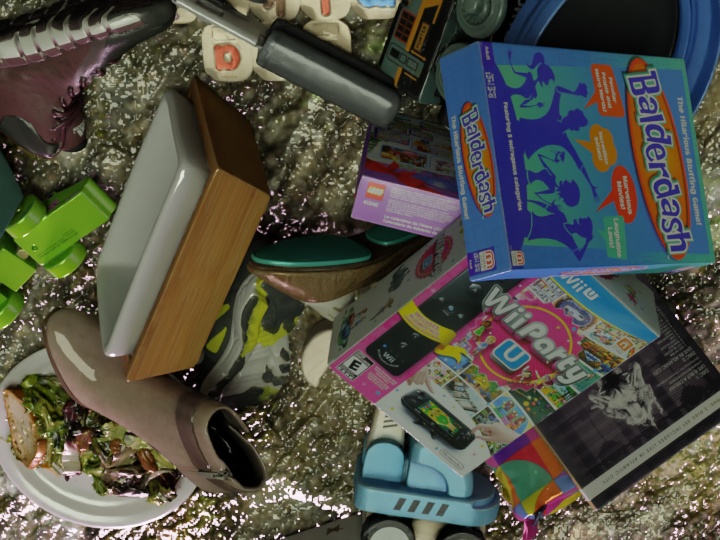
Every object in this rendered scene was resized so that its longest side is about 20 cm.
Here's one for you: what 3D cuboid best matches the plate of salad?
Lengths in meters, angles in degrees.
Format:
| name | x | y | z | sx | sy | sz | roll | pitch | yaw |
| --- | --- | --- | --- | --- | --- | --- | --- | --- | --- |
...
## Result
| name | x | y | z | sx | sy | sz | roll | pitch | yaw |
| --- | --- | --- | --- | --- | --- | --- | --- | --- | --- |
| plate of salad | -0.238 | 0.156 | 1.321 | 0.200 | 0.048 | 0.200 | 2 | 115 | 3 |

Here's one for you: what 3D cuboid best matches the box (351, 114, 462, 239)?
| name | x | y | z | sx | sy | sz | roll | pitch | yaw |
| --- | --- | --- | --- | --- | --- | --- | --- | --- | --- |
| box | 0.097 | -0.061 | 1.141 | 0.200 | 0.137 | 0.039 | 14 | 117 | -2 |

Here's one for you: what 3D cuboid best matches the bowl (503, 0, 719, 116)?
| name | x | y | z | sx | sy | sz | roll | pitch | yaw |
| --- | --- | --- | --- | --- | --- | --- | --- | --- | --- |
| bowl | 0.182 | -0.152 | 1.089 | 0.200 | 0.039 | 0.201 | -21 | 131 | -26 |

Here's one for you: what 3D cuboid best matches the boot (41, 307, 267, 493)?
| name | x | y | z | sx | sy | sz | roll | pitch | yaw |
| --- | --- | --- | --- | --- | --- | --- | --- | --- | --- |
| boot | -0.161 | 0.109 | 1.209 | 0.146 | 0.070 | 0.200 | 9 | 147 | 49 |

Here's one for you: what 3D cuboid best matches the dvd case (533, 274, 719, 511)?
| name | x | y | z | sx | sy | sz | roll | pitch | yaw |
| --- | --- | --- | --- | --- | --- | --- | --- | --- | --- |
| dvd case | 0.187 | 0.069 | 1.175 | 0.149 | 0.016 | 0.200 | -33 | 75 | -11 |

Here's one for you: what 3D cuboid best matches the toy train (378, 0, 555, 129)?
| name | x | y | z | sx | sy | sz | roll | pitch | yaw |
| --- | --- | --- | --- | --- | --- | --- | --- | --- | --- |
| toy train | 0.086 | -0.205 | 1.089 | 0.085 | 0.114 | 0.200 | -3 | 121 | -44 |

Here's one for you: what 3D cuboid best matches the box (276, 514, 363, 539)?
| name | x | y | z | sx | sy | sz | roll | pitch | yaw |
| --- | --- | --- | --- | --- | --- | --- | --- | --- | --- |
| box | -0.058 | 0.365 | 1.324 | 0.200 | 0.199 | 0.172 | -19 | 112 | 13 |

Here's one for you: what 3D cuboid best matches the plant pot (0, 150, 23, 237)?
| name | x | y | z | sx | sy | sz | roll | pitch | yaw |
| --- | --- | --- | --- | --- | --- | --- | --- | --- | --- |
| plant pot | -0.377 | -0.081 | 1.157 | 0.141 | 0.141 | 0.200 | -30 | 118 | 32 |

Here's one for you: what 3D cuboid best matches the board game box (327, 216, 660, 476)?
| name | x | y | z | sx | sy | sz | roll | pitch | yaw |
| --- | --- | --- | --- | --- | --- | --- | --- | --- | --- |
| board game box | 0.096 | 0.043 | 1.089 | 0.148 | 0.064 | 0.200 | 40 | 118 | -19 |

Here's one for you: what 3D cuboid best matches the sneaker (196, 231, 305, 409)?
| name | x | y | z | sx | sy | sz | roll | pitch | yaw |
| --- | --- | --- | --- | --- | --- | --- | --- | --- | --- |
| sneaker | -0.098 | 0.044 | 1.249 | 0.074 | 0.085 | 0.200 | -5 | 142 | -28 |

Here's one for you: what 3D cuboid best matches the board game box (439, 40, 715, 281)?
| name | x | y | z | sx | sy | sz | roll | pitch | yaw |
| --- | --- | --- | --- | --- | --- | --- | --- | --- | --- |
| board game box | 0.152 | -0.073 | 1.002 | 0.045 | 0.200 | 0.152 | -17 | 79 | 52 |

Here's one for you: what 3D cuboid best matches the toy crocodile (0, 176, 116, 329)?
| name | x | y | z | sx | sy | sz | roll | pitch | yaw |
| --- | --- | --- | --- | --- | --- | --- | --- | --- | --- |
| toy crocodile | -0.292 | -0.013 | 1.240 | 0.200 | 0.062 | 0.068 | -37 | 122 | 16 |

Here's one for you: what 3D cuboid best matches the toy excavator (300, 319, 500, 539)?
| name | x | y | z | sx | sy | sz | roll | pitch | yaw |
| --- | --- | --- | --- | --- | --- | --- | --- | --- | --- |
| toy excavator | 0.034 | 0.151 | 1.283 | 0.194 | 0.100 | 0.200 | 9 | 103 | -3 |

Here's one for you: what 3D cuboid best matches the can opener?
| name | x | y | z | sx | sy | sz | roll | pitch | yaw |
| --- | --- | --- | --- | --- | --- | --- | --- | --- | --- |
| can opener | -0.052 | -0.184 | 1.123 | 0.200 | 0.053 | 0.067 | 26 | 116 | -9 |

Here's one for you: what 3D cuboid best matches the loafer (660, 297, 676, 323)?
| name | x | y | z | sx | sy | sz | roll | pitch | yaw |
| --- | --- | --- | --- | --- | --- | --- | --- | --- | --- |
| loafer | 0.187 | 0.090 | 1.252 | 0.070 | 0.075 | 0.200 | 34 | 110 | 1 |

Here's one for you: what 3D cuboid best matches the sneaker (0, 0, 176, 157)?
| name | x | y | z | sx | sy | sz | roll | pitch | yaw |
| --- | --- | --- | --- | --- | --- | --- | --- | --- | --- |
| sneaker | -0.220 | -0.153 | 1.164 | 0.200 | 0.076 | 0.116 | -10 | 120 | 20 |

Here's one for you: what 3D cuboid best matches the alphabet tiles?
| name | x | y | z | sx | sy | sz | roll | pitch | yaw |
| --- | --- | --- | --- | --- | --- | --- | --- | --- | --- |
| alphabet tiles | -0.068 | -0.242 | 1.133 | 0.200 | 0.015 | 0.196 | -1 | 115 | 4 |

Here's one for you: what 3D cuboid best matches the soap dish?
| name | x | y | z | sx | sy | sz | roll | pitch | yaw |
| --- | --- | --- | --- | --- | --- | --- | --- | --- | --- |
| soap dish | -0.143 | -0.031 | 1.171 | 0.081 | 0.157 | 0.200 | 16 | 117 | -22 |

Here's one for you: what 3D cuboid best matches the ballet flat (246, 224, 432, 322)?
| name | x | y | z | sx | sy | sz | roll | pitch | yaw |
| --- | --- | --- | --- | --- | --- | --- | --- | --- | --- |
| ballet flat | 0.000 | 0.000 | 1.172 | 0.200 | 0.068 | 0.072 | -18 | 120 | -35 |

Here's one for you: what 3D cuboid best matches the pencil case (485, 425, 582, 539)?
| name | x | y | z | sx | sy | sz | roll | pitch | yaw |
| --- | --- | --- | --- | --- | --- | --- | --- | --- | --- |
| pencil case | 0.115 | 0.116 | 1.209 | 0.088 | 0.088 | 0.200 | -37 | 73 | 19 |
